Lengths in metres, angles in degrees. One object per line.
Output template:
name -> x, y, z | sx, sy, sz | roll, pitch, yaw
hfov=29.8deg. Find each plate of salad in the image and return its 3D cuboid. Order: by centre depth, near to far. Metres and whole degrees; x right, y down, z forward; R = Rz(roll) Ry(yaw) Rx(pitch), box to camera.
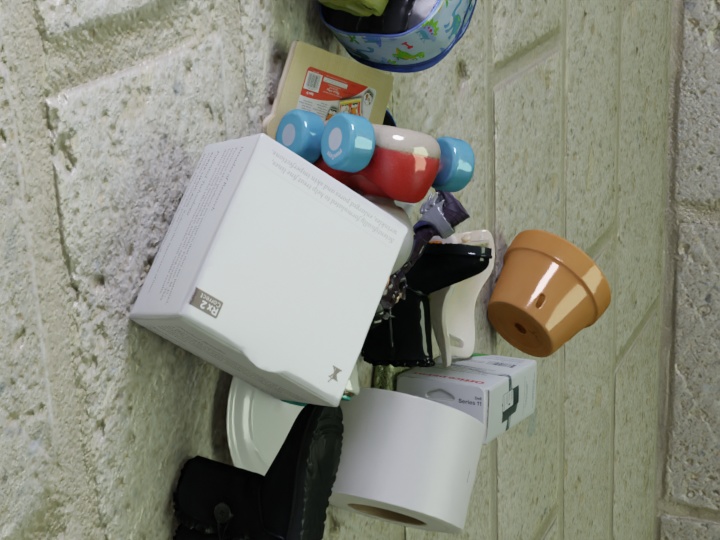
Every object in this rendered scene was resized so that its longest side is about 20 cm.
plate of salad -> -0.102, 0.162, 1.582 | 0.199, 0.047, 0.204 | -3, 93, -57

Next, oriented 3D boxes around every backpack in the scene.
backpack -> 0.056, -0.339, 1.640 | 0.147, 0.181, 0.202 | 51, 55, -56

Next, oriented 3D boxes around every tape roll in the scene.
tape roll -> 0.050, 0.248, 1.755 | 0.203, 0.200, 0.141 | 44, 57, -60

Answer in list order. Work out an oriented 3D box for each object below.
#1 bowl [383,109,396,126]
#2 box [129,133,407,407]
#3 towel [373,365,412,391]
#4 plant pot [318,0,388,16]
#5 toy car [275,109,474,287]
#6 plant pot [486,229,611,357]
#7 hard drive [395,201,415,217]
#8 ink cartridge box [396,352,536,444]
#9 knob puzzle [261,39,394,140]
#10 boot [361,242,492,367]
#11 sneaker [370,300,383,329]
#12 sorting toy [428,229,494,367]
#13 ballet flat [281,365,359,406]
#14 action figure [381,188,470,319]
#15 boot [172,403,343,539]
bowl -> 0.002, -0.120, 1.748 | 0.200, 0.039, 0.204 | 7, 90, -66
box -> -0.090, 0.003, 1.348 | 0.198, 0.130, 0.202 | 31, 73, -28
towel -> 0.064, 0.124, 1.948 | 0.148, 0.036, 0.203 | 17, 81, -64
plant pot -> -0.007, -0.391, 1.508 | 0.200, 0.198, 0.187 | 17, 91, -65
toy car -> 0.005, -0.065, 1.533 | 0.183, 0.176, 0.203 | 8, 93, -39
plant pot -> 0.306, 0.050, 2.305 | 0.140, 0.198, 0.201 | -49, 142, -24
hard drive -> 0.000, 0.000, 1.700 | 0.202, 0.026, 0.132 | -65, 162, 8
ink cartridge box -> 0.153, 0.178, 1.940 | 0.199, 0.145, 0.084 | -15, 108, -61
knob puzzle -> -0.051, -0.155, 1.606 | 0.218, 0.030, 0.223 | -22, 121, -41
boot -> 0.081, 0.046, 1.788 | 0.073, 0.196, 0.165 | 11, 80, -62
sneaker -> -0.035, 0.039, 1.506 | 0.074, 0.200, 0.081 | -3, 77, -24
sorting toy -> 0.126, 0.040, 1.924 | 0.200, 0.105, 0.183 | -9, 90, -70
ballet flat -> -0.041, 0.111, 1.473 | 0.200, 0.068, 0.070 | 154, -50, -71
action figure -> 0.051, -0.014, 1.674 | 0.200, 0.069, 0.130 | -49, 168, 0
boot -> -0.114, 0.219, 1.422 | 0.076, 0.166, 0.203 | 2, 99, -65
